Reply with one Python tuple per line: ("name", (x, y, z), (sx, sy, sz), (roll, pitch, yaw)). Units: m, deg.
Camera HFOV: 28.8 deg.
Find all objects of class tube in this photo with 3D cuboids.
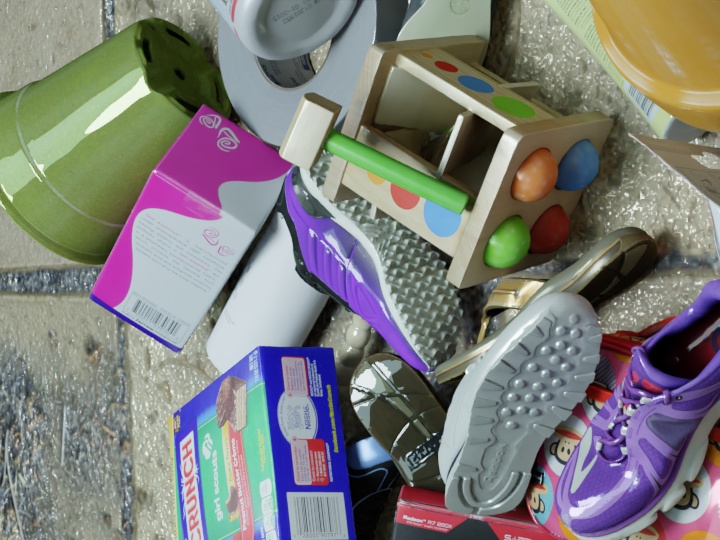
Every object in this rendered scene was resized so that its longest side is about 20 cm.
("tube", (0.184, -0.176, 0.990), (0.200, 0.058, 0.052), (59, 167, 29))

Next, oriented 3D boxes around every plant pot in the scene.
("plant pot", (0.207, -0.202, 0.832), (0.200, 0.183, 0.200), (-11, 72, 34))
("plant pot", (-0.229, -0.137, 1.331), (0.190, 0.200, 0.200), (-33, 68, 28))

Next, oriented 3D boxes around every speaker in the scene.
("speaker", (-0.063, 0.007, 1.221), (0.081, 0.081, 0.200), (49, 123, 33))

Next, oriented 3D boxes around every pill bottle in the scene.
("pill bottle", (-0.094, -0.269, 1.130), (0.200, 0.109, 0.109), (53, 126, 30))

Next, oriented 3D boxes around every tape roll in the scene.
("tape roll", (-0.035, -0.204, 1.197), (0.200, 0.066, 0.200), (2, 93, 45))

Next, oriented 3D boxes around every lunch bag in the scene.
("lunch bag", (0.214, 0.118, 0.948), (0.200, 0.082, 0.176), (16, 98, 45))

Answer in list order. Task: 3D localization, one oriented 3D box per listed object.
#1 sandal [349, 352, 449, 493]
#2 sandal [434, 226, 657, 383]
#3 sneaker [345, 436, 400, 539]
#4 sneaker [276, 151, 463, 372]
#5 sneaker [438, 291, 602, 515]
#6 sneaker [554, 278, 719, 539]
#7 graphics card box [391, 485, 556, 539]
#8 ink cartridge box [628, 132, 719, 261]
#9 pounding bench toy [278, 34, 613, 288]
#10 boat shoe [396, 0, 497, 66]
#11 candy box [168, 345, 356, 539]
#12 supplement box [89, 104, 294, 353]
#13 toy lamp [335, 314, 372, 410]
("sandal", (0.060, 0.154, 1.107), (0.082, 0.055, 0.200), (-36, 85, 9))
("sandal", (0.130, 0.021, 1.026), (0.200, 0.080, 0.054), (-43, 64, 33))
("sneaker", (-0.009, 0.209, 1.186), (0.200, 0.070, 0.078), (-50, 59, 43))
("sneaker", (0.000, 0.000, 1.108), (0.200, 0.070, 0.100), (58, 137, 8))
("sneaker", (0.101, 0.081, 0.973), (0.081, 0.076, 0.200), (-95, 25, -50))
("sneaker", (0.179, 0.081, 0.872), (0.200, 0.083, 0.081), (-56, 47, 15))
("graphics card box", (0.075, 0.272, 1.067), (0.125, 0.051, 0.200), (9, 100, 4))
("ink cartridge box", (0.259, -0.004, 0.835), (0.200, 0.161, 0.050), (45, 118, 35))
("pounding bench toy", (0.059, -0.072, 0.991), (0.156, 0.200, 0.124), (36, 121, 29))
("boat shoe", (0.071, -0.213, 1.092), (0.063, 0.071, 0.200), (-89, 13, -62))
("candy box", (-0.089, 0.173, 1.177), (0.200, 0.077, 0.169), (-39, 52, 53))
("supplement box", (-0.151, -0.034, 1.242), (0.101, 0.103, 0.200), (33, 139, -5))
("toy lamp", (-0.010, 0.075, 1.186), (0.058, 0.058, 0.200), (36, 117, 39))
